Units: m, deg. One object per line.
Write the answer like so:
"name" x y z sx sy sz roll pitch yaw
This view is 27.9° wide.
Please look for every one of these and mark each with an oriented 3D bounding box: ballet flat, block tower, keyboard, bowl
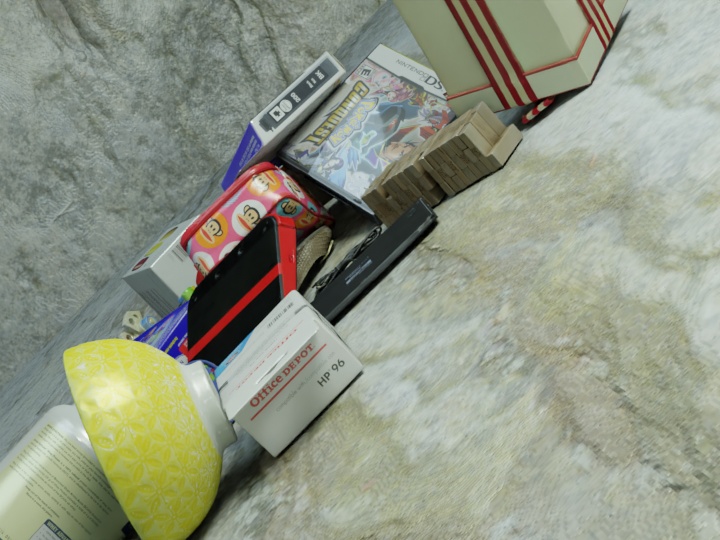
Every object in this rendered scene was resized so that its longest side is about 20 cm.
"ballet flat" -0.078 0.011 1.709 0.067 0.046 0.200 -48 3 38
"block tower" 0.082 -0.109 1.526 0.199 0.058 0.054 -28 21 51
"keyboard" 0.000 0.000 1.526 0.200 0.021 0.127 -43 18 5
"bowl" -0.173 0.140 1.287 0.107 0.202 0.200 -25 11 -5

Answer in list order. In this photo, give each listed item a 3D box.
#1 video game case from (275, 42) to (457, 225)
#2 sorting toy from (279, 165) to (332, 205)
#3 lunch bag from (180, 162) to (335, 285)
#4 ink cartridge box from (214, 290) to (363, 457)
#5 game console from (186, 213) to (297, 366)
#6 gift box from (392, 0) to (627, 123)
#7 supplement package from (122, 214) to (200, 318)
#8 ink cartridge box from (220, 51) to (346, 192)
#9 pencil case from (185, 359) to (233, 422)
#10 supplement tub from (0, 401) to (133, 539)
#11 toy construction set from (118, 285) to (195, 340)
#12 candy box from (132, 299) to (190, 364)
"video game case" 0.023 -0.168 1.734 0.180 0.026 0.200 33 74 37
"sorting toy" -0.047 -0.134 1.898 0.200 0.037 0.185 -42 -16 21
"lunch bag" -0.131 -0.036 1.769 0.176 0.082 0.200 -44 -18 6
"ink cartridge box" -0.067 0.094 1.316 0.116 0.068 0.200 -46 12 0
"game console" -0.132 0.049 1.606 0.200 0.031 0.178 -43 40 37
"gift box" 0.153 -0.272 1.506 0.199 0.187 0.185 -11 34 42
"supplement package" -0.266 0.003 2.175 0.114 0.110 0.200 -48 12 -19
"ink cartridge box" -0.115 -0.159 1.811 0.200 0.043 0.198 -47 -3 -25
"pencil case" -0.203 0.153 1.553 0.087 0.078 0.200 -36 4 -36
"supplement tub" -0.296 0.228 1.450 0.200 0.145 0.145 -48 13 -16
"toy construction set" -0.226 0.056 1.940 0.199 0.093 0.131 -24 20 32
"candy box" -0.263 0.136 1.810 0.199 0.077 0.170 -29 21 48
